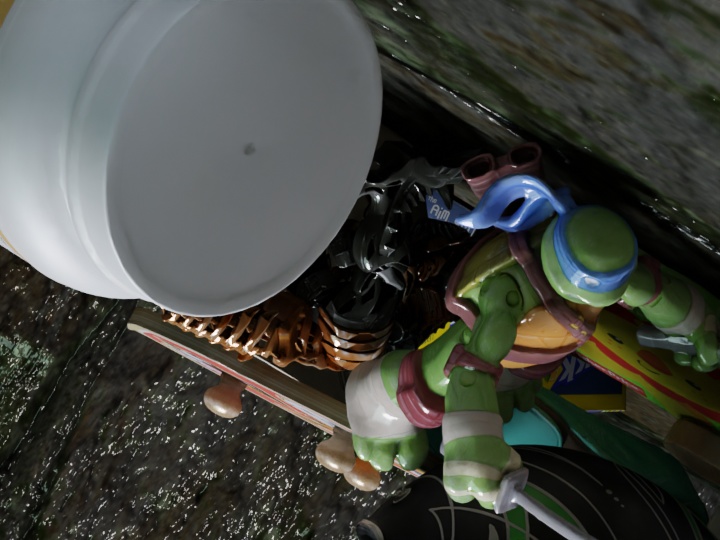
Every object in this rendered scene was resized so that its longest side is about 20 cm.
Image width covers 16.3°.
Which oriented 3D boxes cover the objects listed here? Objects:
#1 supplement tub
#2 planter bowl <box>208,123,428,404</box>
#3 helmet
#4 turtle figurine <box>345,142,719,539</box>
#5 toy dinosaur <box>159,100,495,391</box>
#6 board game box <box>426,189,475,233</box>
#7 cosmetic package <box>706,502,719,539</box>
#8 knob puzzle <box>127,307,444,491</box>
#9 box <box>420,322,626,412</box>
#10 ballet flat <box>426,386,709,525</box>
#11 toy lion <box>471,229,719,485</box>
[{"bbox_3d":[-0.102,-0.077,0.900,0.199,0.145,0.144,28,176,41],"label":"supplement tub"},{"bbox_3d":[-0.043,-0.026,1.293,0.199,0.135,0.200,30,178,1],"label":"planter bowl"},{"bbox_3d":[0.083,0.174,1.130,0.198,0.192,0.200,14,152,8],"label":"helmet"},{"bbox_3d":[0.084,0.058,1.051,0.199,0.144,0.194,36,157,-11],"label":"turtle figurine"},{"bbox_3d":[0.000,0.000,1.137,0.101,0.137,0.200,17,-157,22],"label":"toy dinosaur"},{"bbox_3d":[-0.001,-0.049,1.485,0.199,0.035,0.135,30,178,-8],"label":"board game box"},{"bbox_3d":[0.213,0.167,1.333,0.071,0.201,0.105,30,179,19],"label":"cosmetic package"},{"bbox_3d":[-0.038,0.071,1.247,0.218,0.031,0.220,27,175,2],"label":"knob puzzle"},{"bbox_3d":[0.075,0.046,1.504,0.070,0.065,0.200,0,-178,-30],"label":"box"},{"bbox_3d":[0.099,0.095,1.343,0.199,0.068,0.071,31,-159,-19],"label":"ballet flat"},{"bbox_3d":[0.132,0.026,1.240,0.199,0.069,0.192,30,170,25],"label":"toy lion"}]
